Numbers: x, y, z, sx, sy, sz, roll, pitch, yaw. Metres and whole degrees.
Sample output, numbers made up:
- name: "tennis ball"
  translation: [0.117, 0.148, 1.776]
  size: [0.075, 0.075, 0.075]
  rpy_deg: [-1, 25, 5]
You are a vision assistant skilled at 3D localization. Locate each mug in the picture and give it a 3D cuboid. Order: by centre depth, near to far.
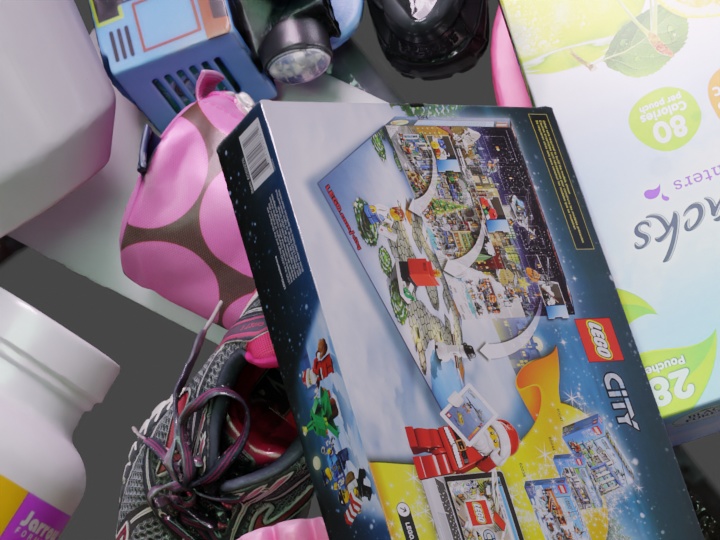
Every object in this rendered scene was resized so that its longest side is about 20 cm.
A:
- name: "mug"
  translation: [-0.180, -0.092, 0.915]
  size: [0.149, 0.187, 0.154]
  rpy_deg: [-32, 101, -3]

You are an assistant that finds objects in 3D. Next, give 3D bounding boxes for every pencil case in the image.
- name: "pencil case"
  translation: [0.000, 0.000, 0.891]
  size: [0.199, 0.091, 0.094]
  rpy_deg: [27, 90, 6]

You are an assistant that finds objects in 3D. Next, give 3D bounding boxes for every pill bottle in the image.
- name: "pill bottle"
  translation: [-0.182, 0.106, 0.899]
  size: [0.104, 0.104, 0.201]
  rpy_deg: [29, 82, 16]

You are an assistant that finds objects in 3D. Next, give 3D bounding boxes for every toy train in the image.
- name: "toy train"
  translation: [-0.072, -0.163, 0.959]
  size: [0.114, 0.087, 0.201]
  rpy_deg: [-18, 68, 6]

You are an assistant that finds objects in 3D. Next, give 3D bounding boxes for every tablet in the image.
- name: "tablet"
  translation: [-0.053, -0.035, 0.964]
  size: [0.199, 0.014, 0.131]
  rpy_deg: [26, 81, 16]

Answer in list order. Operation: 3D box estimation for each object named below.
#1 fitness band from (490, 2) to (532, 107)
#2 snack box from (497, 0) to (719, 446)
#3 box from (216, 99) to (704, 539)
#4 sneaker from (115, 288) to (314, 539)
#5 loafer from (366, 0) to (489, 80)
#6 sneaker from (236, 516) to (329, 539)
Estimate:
- name: "fitness band"
  translation: [0.133, -0.065, 0.926]
  size: [0.143, 0.037, 0.201]
  rpy_deg: [-15, 71, 6]
- name: "snack box"
  translation: [0.161, -0.051, 0.864]
  size: [0.168, 0.068, 0.201]
  rpy_deg: [-20, 73, 6]
- name: "box"
  translation: [0.038, 0.035, 0.785]
  size: [0.136, 0.038, 0.201]
  rpy_deg: [-1, 64, -35]
- name: "sneaker"
  translation: [-0.054, 0.073, 0.859]
  size: [0.080, 0.075, 0.200]
  rpy_deg: [32, 126, 5]
- name: "loafer"
  translation: [0.022, -0.184, 0.961]
  size: [0.068, 0.070, 0.202]
  rpy_deg: [-9, 73, 7]
- name: "sneaker"
  translation: [0.025, 0.121, 0.863]
  size: [0.199, 0.095, 0.079]
  rpy_deg: [-11, 91, -4]
